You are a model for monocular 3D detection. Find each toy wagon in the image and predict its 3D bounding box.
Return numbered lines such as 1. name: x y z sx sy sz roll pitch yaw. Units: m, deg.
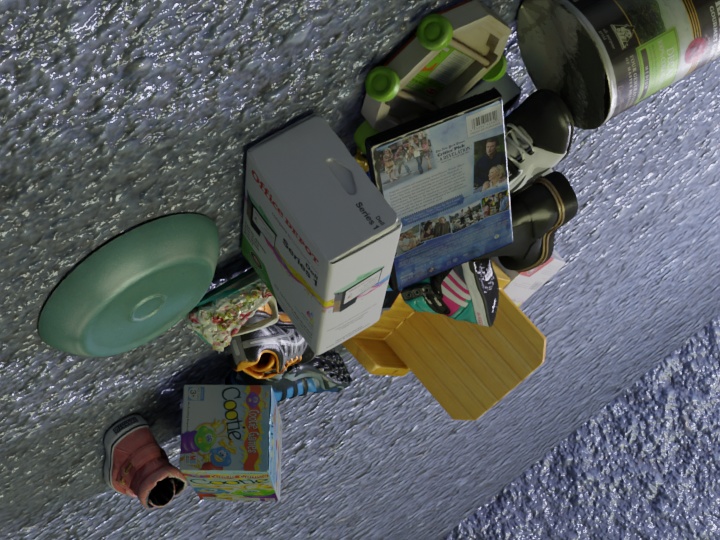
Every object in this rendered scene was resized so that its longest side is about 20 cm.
1. toy wagon: 0.057 -0.176 1.377 0.200 0.040 0.155 -42 159 16

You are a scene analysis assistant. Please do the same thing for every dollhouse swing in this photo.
1. dollhouse swing: 0.116 0.091 1.862 0.200 0.176 0.182 -42 160 16

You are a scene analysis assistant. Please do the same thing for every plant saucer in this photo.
1. plant saucer: -0.213 0.025 1.376 0.200 0.036 0.200 -32 159 -14

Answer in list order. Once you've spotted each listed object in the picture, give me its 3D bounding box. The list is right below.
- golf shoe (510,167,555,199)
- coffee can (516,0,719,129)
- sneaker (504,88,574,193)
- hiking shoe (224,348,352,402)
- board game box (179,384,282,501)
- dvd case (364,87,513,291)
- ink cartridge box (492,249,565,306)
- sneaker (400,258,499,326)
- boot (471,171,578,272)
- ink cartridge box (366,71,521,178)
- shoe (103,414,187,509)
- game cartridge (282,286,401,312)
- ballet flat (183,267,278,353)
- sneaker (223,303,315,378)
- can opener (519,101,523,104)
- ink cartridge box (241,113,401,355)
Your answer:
1. golf shoe: 0.189 -0.080 1.729 0.078 0.095 0.200 -32 161 -18
2. coffee can: 0.278 -0.249 1.426 0.200 0.146 0.146 -30 159 -18
3. sneaker: 0.148 -0.112 1.482 0.088 0.074 0.200 -32 171 -34
4. hiking shoe: -0.090 0.125 1.767 0.087 0.074 0.200 -37 152 23
5. board game box: -0.151 0.209 1.707 0.103 0.105 0.200 1 161 1
6. dvd case: 0.082 -0.077 1.426 0.143 0.018 0.200 -22 136 -12
7. ink cartridge box: 0.177 0.028 1.981 0.200 0.068 0.116 -44 158 15
8. sneaker: 0.096 -0.010 1.719 0.200 0.121 0.084 75 28 -49
9. boot: 0.150 -0.035 1.609 0.138 0.077 0.200 -25 160 -18
10. ink cartridge box: 0.078 -0.129 1.498 0.200 0.039 0.099 -35 170 -3
11. shoe: -0.258 0.252 1.715 0.071 0.091 0.200 -30 159 -19
12. game cartridge: 0.000 0.000 1.631 0.130 0.038 0.200 0 144 -26
13. ballet flat: -0.093 0.020 1.500 0.200 0.064 0.076 -31 -169 -19
14. sneaker: -0.105 0.086 1.599 0.078 0.077 0.200 -20 160 21
15. can opener: 0.132 -0.110 1.604 0.200 0.067 0.053 -45 158 21
16. ink cartridge box: -0.042 -0.031 1.373 0.084 0.145 0.200 -30 159 -19
